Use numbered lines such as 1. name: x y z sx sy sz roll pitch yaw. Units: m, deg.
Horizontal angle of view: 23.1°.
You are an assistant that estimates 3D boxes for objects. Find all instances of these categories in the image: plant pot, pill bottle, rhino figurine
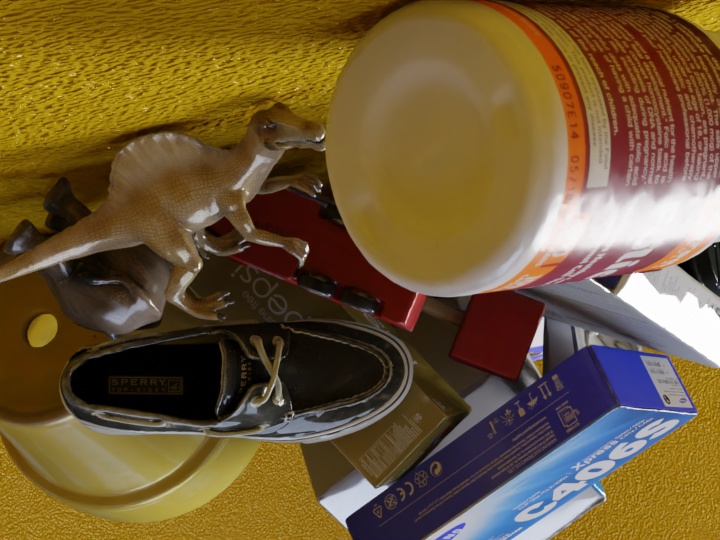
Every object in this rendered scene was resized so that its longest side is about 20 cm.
1. plant pot: -0.183 0.063 1.228 0.201 0.201 0.189 -12 160 14
2. pill bottle: 0.092 -0.053 0.731 0.114 0.114 0.200 -15 175 43
3. rhino figurine: -0.147 0.003 0.990 0.060 0.087 0.200 -54 -176 -8

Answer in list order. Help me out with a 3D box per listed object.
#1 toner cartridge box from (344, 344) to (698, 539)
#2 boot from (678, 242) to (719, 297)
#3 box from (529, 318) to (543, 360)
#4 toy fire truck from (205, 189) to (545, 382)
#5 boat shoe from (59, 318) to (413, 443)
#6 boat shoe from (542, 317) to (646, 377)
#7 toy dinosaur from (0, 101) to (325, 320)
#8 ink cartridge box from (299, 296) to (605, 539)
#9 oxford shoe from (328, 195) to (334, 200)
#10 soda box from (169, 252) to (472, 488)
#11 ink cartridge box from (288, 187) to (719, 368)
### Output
1. toner cartridge box: 0.094 0.117 1.048 0.200 0.043 0.095 -39 150 28
2. boot: 0.168 -0.011 1.138 0.162 0.073 0.198 -4 178 22
3. box: 0.142 -0.004 1.347 0.119 0.041 0.200 -9 141 -23
4. toy fire truck: 0.000 0.000 0.988 0.200 0.049 0.141 21 176 12
5. boat shoe: -0.066 0.063 0.979 0.200 0.071 0.064 -5 173 -8
6. boat shoe: 0.157 0.061 1.172 0.070 0.071 0.200 0 178 9
7. toy dinosaur: -0.093 -0.027 0.875 0.200 0.058 0.101 -25 131 18
8. ink cartridge box: 0.046 0.097 1.220 0.145 0.147 0.200 -38 -148 10
9. oxford shoe: -0.005 -0.036 1.212 0.200 0.071 0.075 -12 149 41
10. soda box: -0.027 0.037 1.068 0.064 0.200 0.068 -46 168 12
11. ink cartridge box: 0.091 -0.010 1.005 0.196 0.043 0.200 17 172 36
